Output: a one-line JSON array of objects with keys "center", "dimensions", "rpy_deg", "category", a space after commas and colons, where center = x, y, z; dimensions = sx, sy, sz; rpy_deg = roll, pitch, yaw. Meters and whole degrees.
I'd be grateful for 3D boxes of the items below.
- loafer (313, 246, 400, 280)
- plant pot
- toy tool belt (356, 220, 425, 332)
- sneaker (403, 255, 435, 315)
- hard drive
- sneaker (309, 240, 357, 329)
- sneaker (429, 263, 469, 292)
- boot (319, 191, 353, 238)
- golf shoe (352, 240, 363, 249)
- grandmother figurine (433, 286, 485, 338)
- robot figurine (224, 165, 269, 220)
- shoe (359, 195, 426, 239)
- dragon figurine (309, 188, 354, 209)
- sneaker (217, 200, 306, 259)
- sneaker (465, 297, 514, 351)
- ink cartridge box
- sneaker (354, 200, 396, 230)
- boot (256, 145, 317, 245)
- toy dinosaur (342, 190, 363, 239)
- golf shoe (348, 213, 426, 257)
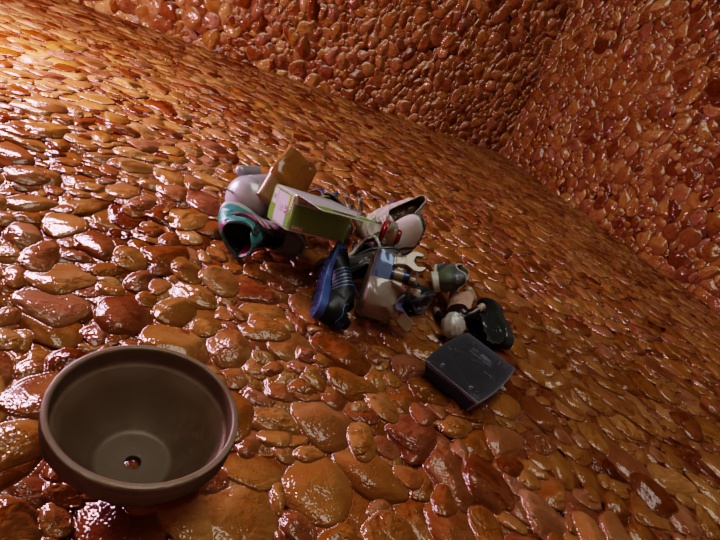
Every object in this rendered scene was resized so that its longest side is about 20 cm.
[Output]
[{"center": [0.000, 0.000, 1.153], "dimensions": [0.196, 0.073, 0.064], "rpy_deg": [-10, 52, -13], "category": "loafer"}, {"center": [-0.241, 0.183, 0.584], "dimensions": [0.197, 0.094, 0.202], "rpy_deg": [19, 26, -10], "category": "plant pot"}, {"center": [0.074, 0.012, 1.083], "dimensions": [0.121, 0.204, 0.125], "rpy_deg": [20, -11, -8], "category": "toy tool belt"}, {"center": [0.117, 0.037, 1.219], "dimensions": [0.113, 0.076, 0.200], "rpy_deg": [32, 28, 6], "category": "sneaker"}, {"center": [0.210, 0.194, 1.032], "dimensions": [0.134, 0.043, 0.199], "rpy_deg": [37, 27, 24], "category": "hard drive"}, {"center": [-0.042, 0.030, 1.057], "dimensions": [0.077, 0.070, 0.202], "rpy_deg": [27, 46, -15], "category": "sneaker"}, {"center": [0.219, 0.017, 1.282], "dimensions": [0.088, 0.069, 0.200], "rpy_deg": [-9, 3, 13], "category": "sneaker"}, {"center": [-0.106, -0.156, 1.304], "dimensions": [0.198, 0.073, 0.155], "rpy_deg": [31, -8, 4], "category": "boot"}, {"center": [0.055, -0.069, 1.360], "dimensions": [0.091, 0.074, 0.199], "rpy_deg": [32, 26, 19], "category": "golf shoe"}, {"center": [0.221, 0.094, 1.195], "dimensions": [0.062, 0.119, 0.200], "rpy_deg": [65, 26, -10], "category": "grandmother figurine"}, {"center": [-0.232, -0.163, 1.228], "dimensions": [0.199, 0.112, 0.172], "rpy_deg": [-22, 84, -57], "category": "robot figurine"}, {"center": [0.081, -0.132, 1.290], "dimensions": [0.198, 0.053, 0.071], "rpy_deg": [-30, 89, -27], "category": "shoe"}, {"center": [-0.084, -0.179, 1.448], "dimensions": [0.200, 0.059, 0.099], "rpy_deg": [44, 23, 21], "category": "dragon figurine"}, {"center": [-0.206, -0.066, 1.103], "dimensions": [0.197, 0.084, 0.122], "rpy_deg": [23, 29, -15], "category": "sneaker"}, {"center": [0.285, 0.119, 1.224], "dimensions": [0.102, 0.061, 0.201], "rpy_deg": [17, 29, -23], "category": "sneaker"}, {"center": [-0.079, -0.101, 1.077], "dimensions": [0.146, 0.077, 0.199], "rpy_deg": [11, 14, -38], "category": "ink cartridge box"}, {"center": [0.074, -0.139, 1.416], "dimensions": [0.196, 0.085, 0.080], "rpy_deg": [-10, -5, 29], "category": "sneaker"}, {"center": [-0.137, -0.165, 1.195], "dimensions": [0.070, 0.145, 0.202], "rpy_deg": [20, -24, 40], "category": "boot"}, {"center": [-0.013, -0.146, 1.358], "dimensions": [0.057, 0.103, 0.201], "rpy_deg": [-8, 28, -2], "category": "toy dinosaur"}, {"center": [0.059, -0.060, 1.203], "dimensions": [0.078, 0.198, 0.088], "rpy_deg": [60, 18, 16], "category": "golf shoe"}]
